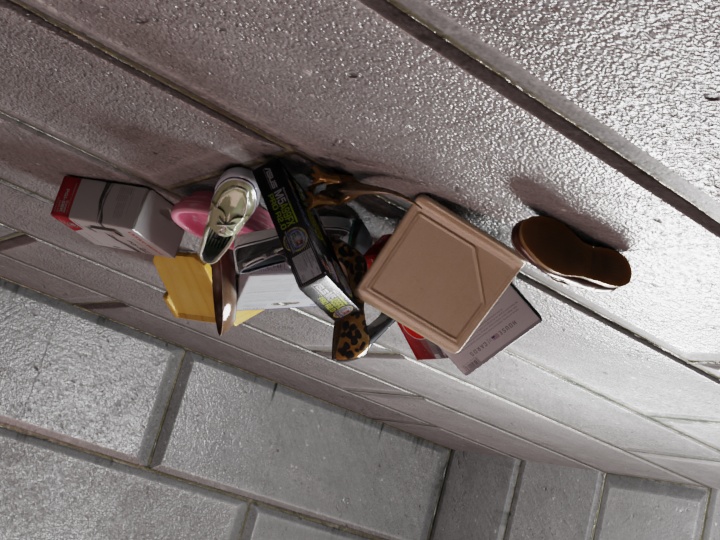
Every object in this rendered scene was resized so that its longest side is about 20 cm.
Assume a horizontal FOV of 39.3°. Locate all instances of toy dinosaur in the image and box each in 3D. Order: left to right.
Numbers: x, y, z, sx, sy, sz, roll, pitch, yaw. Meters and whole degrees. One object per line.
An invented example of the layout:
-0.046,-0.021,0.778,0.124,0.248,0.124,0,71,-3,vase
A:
-0.018,-0.114,1.395,0.105,0.061,0.199,-4,-174,-36,toy dinosaur

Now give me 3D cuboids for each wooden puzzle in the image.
0.113,0.006,1.451,0.183,0.037,0.201,30,119,-10,wooden puzzle

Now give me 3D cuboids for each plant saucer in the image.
-0.255,0.020,1.884,0.032,0.204,0.200,-4,170,-13,plant saucer
-0.222,-0.083,1.717,0.198,0.052,0.201,16,165,4,plant saucer

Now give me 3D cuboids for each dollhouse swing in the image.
-0.334,0.016,2.251,0.198,0.178,0.181,4,-157,39,dollhouse swing

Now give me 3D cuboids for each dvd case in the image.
0.152,0.046,1.497,0.200,0.150,0.025,47,-160,-17,dvd case

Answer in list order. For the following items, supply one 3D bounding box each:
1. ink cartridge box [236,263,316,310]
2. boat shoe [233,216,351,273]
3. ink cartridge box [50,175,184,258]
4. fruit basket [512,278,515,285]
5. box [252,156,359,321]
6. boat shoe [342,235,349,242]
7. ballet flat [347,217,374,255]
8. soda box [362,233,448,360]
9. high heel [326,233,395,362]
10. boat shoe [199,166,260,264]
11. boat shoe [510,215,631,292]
-0.126,0.021,1.836,0.193,0.044,0.200,-3,163,-17,ink cartridge box
-0.107,-0.036,1.610,0.197,0.069,0.072,-11,164,8,boat shoe
-0.439,-0.097,1.844,0.197,0.084,0.147,10,164,27,ink cartridge box
0.155,0.018,1.580,0.183,0.095,0.201,21,158,18,fruit basket
-0.077,-0.042,1.443,0.044,0.202,0.160,-27,155,7,box
0.046,0.005,1.707,0.197,0.068,0.074,18,166,-7,boat shoe
0.000,0.000,1.623,0.072,0.074,0.202,16,131,0,ballet flat
0.084,0.040,1.561,0.069,0.063,0.202,-6,119,45,soda box
-0.044,0.036,1.511,0.200,0.142,0.072,44,151,9,high heel
-0.204,-0.080,1.564,0.071,0.063,0.201,18,142,-10,boat shoe
0.275,-0.014,1.367,0.198,0.071,0.070,24,160,-27,boat shoe
